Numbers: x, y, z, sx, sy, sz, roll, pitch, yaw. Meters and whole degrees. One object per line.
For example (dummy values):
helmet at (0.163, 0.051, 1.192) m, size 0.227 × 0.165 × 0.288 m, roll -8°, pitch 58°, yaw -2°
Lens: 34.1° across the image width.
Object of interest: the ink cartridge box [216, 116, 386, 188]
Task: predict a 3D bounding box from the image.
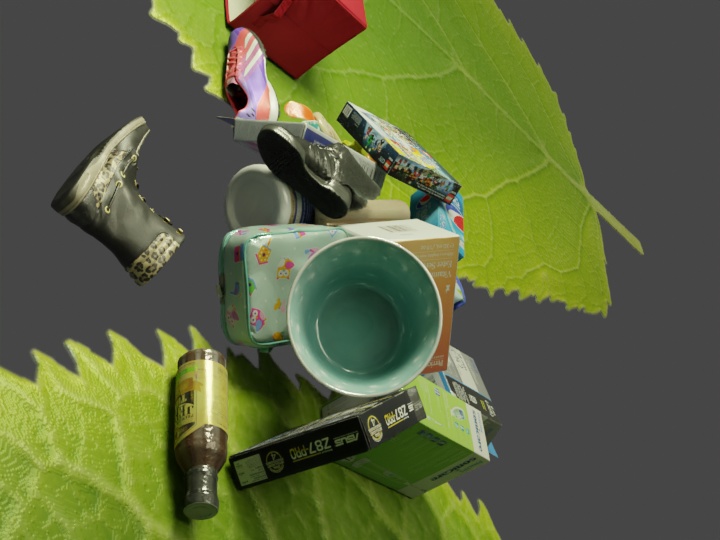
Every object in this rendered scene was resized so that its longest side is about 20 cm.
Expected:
ink cartridge box at (-0.093, -0.176, 1.771) m, size 0.195 × 0.198 × 0.044 m, roll 23°, pitch 80°, yaw -47°

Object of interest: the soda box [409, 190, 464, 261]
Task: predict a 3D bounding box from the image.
soda box at (0.119, -0.071, 1.842) m, size 0.064 × 0.068 × 0.201 m, roll 44°, pitch 24°, yaw -20°

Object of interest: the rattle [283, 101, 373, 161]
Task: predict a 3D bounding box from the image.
rattle at (-0.018, -0.226, 1.913) m, size 0.132 × 0.141 × 0.201 m, roll -87°, pitch 154°, yaw -44°

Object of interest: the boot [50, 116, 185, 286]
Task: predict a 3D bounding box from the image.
boot at (-0.280, -0.087, 1.446) m, size 0.151 × 0.073 × 0.201 m, roll 48°, pitch 33°, yaw -18°

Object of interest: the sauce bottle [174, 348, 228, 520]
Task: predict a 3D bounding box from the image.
sauce bottle at (-0.183, 0.186, 1.350) m, size 0.064 × 0.064 × 0.202 m, roll 34°, pitch 35°, yaw -38°

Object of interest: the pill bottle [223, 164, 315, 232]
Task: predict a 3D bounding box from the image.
pill bottle at (-0.098, -0.090, 1.705) m, size 0.199 × 0.115 × 0.117 m, roll -1°, pitch 63°, yaw -58°

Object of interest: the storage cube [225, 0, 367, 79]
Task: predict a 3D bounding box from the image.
storage cube at (-0.112, -0.471, 1.996) m, size 0.179 × 0.170 × 0.203 m, roll 33°, pitch 36°, yaw -42°

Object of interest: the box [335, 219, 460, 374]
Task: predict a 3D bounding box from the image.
box at (0.045, 0.041, 1.658) m, size 0.150 × 0.106 × 0.204 m, roll -7°, pitch 108°, yaw -35°

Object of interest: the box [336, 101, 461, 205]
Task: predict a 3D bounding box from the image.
box at (0.058, -0.185, 1.836) m, size 0.135 × 0.038 × 0.200 m, roll 23°, pitch 18°, yaw -36°

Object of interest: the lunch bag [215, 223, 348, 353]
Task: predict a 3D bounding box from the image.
lunch bag at (-0.102, 0.022, 1.558) m, size 0.198 × 0.076 × 0.164 m, roll -7°, pitch 100°, yaw -43°

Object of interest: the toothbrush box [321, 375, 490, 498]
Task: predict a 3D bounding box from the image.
toothbrush box at (0.063, 0.228, 1.634) m, size 0.199 × 0.145 × 0.087 m, roll 33°, pitch 37°, yaw -39°

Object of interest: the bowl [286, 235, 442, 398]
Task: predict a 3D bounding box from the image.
bowl at (0.001, 0.068, 1.505) m, size 0.203 × 0.198 × 0.105 m, roll 64°, pitch -11°, yaw 9°

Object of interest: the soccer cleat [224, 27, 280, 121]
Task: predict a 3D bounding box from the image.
soccer cleat at (-0.184, -0.306, 1.835) m, size 0.072 × 0.068 × 0.203 m, roll 5°, pitch 54°, yaw -36°

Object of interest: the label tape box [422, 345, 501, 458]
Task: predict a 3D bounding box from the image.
label tape box at (0.164, 0.200, 1.889) m, size 0.199 × 0.063 × 0.145 m, roll 32°, pitch 27°, yaw -41°

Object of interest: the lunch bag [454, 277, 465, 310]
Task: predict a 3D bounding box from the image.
lunch bag at (0.071, -0.015, 1.921) m, size 0.170 × 0.127 × 0.201 m, roll 42°, pitch 15°, yaw -26°

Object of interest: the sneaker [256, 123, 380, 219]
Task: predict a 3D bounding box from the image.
sneaker at (-0.056, -0.147, 1.629) m, size 0.200 × 0.060 × 0.105 m, roll 44°, pitch 39°, yaw -18°

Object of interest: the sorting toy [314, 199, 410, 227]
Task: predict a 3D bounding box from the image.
sorting toy at (0.000, 0.000, 1.706) m, size 0.183 × 0.036 × 0.204 m, roll -3°, pitch 101°, yaw -42°

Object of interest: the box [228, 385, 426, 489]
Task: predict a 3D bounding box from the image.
box at (-0.039, 0.203, 1.427) m, size 0.161 × 0.198 × 0.050 m, roll -18°, pitch 86°, yaw -62°
